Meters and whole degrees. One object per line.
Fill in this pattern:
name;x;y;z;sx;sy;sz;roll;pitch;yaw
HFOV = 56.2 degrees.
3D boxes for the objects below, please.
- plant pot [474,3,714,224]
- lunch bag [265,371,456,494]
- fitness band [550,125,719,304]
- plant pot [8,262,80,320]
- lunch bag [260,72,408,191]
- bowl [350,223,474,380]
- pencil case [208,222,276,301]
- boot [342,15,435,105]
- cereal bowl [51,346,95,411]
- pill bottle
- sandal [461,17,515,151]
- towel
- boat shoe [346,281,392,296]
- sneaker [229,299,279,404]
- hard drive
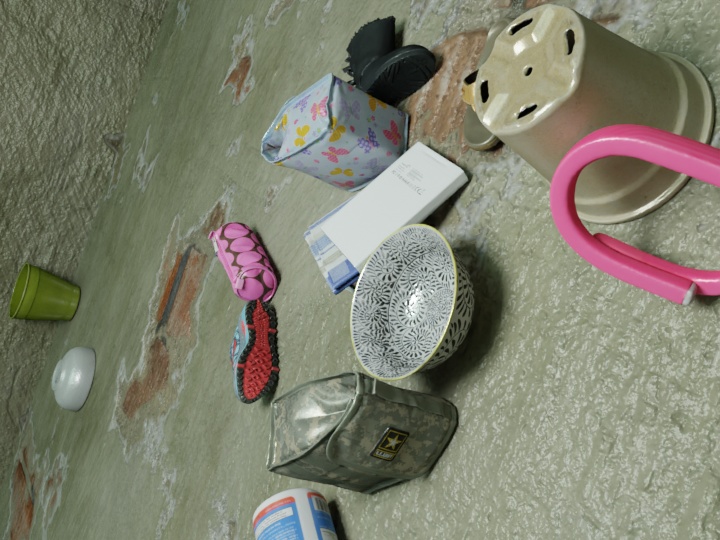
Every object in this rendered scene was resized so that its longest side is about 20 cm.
plant pot;0.226;-0.171;0.703;0.200;0.183;0.202;-27;55;45
lunch bag;0.002;0.201;0.854;0.200;0.163;0.118;-35;43;41
fitness band;0.268;-0.049;0.605;0.199;0.037;0.144;27;137;25
plant pot;-1.108;0.094;2.384;0.200;0.192;0.202;-27;54;45
lunch bag;-0.047;-0.214;1.104;0.199;0.169;0.128;-21;60;48
bowl;0.083;0.050;0.873;0.200;0.094;0.202;-28;53;44
pencil case;-0.236;-0.018;1.338;0.091;0.093;0.200;-60;37;16
boot;0.045;-0.361;1.138;0.198;0.073;0.164;-29;49;45
cereal bowl;-0.898;0.330;2.088;0.199;0.083;0.202;-26;55;44
pill bottle;-0.075;0.410;0.909;0.112;0.112;0.201;-52;38;25
sandal;0.172;-0.261;0.928;0.080;0.054;0.202;2;76;54
towel;-0.008;-0.052;1.039;0.146;0.024;0.200;-35;33;3
boat shoe;0.000;0.002;1.033;0.202;0.064;0.075;37;104;54
sneaker;-0.199;0.159;1.240;0.096;0.079;0.201;-46;33;45
hard drive;0.045;-0.095;0.981;0.200;0.027;0.132;-41;39;-1
